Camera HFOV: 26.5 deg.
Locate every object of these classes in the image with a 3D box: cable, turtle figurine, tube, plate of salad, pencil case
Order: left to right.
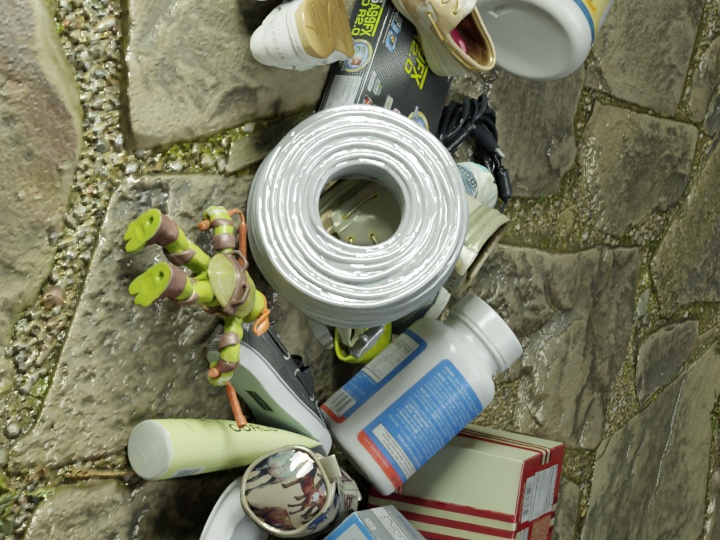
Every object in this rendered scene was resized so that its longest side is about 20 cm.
[{"bbox_3d":[-0.123,0.021,1.270,0.161,0.064,0.201,29,55,-52],"label":"turtle figurine"},{"bbox_3d":[-0.129,0.281,1.372,0.200,0.048,0.201,9,90,-73],"label":"plate of salad"},{"bbox_3d":[-0.121,0.152,1.347,0.052,0.058,0.200,-49,153,22],"label":"tube"},{"bbox_3d":[-0.048,0.205,1.386,0.200,0.089,0.078,59,20,-77],"label":"pencil case"},{"bbox_3d":[-0.004,-0.050,1.367,0.200,0.200,0.069,-41,172,-12],"label":"cable"},{"bbox_3d":[0.115,-0.109,1.694,0.200,0.051,0.164,-24,118,-55],"label":"cable"}]

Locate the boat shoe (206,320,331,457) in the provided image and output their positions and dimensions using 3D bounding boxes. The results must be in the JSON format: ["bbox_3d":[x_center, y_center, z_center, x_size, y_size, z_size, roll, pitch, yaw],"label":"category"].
[{"bbox_3d":[-0.074,0.103,1.417,0.200,0.070,0.066,52,55,-43],"label":"boat shoe"}]

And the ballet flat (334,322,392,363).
[{"bbox_3d":[0.000,0.000,1.518,0.067,0.067,0.201,-13,111,-41],"label":"ballet flat"}]

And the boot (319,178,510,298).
[{"bbox_3d":[0.029,-0.021,1.435,0.200,0.155,0.072,-46,166,-20],"label":"boot"}]

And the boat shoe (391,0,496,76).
[{"bbox_3d":[0.083,-0.263,1.488,0.200,0.069,0.074,53,53,-52],"label":"boat shoe"}]

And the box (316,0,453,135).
[{"bbox_3d":[0.037,-0.205,1.539,0.160,0.044,0.200,43,61,-55],"label":"box"}]

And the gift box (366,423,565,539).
[{"bbox_3d":[0.095,0.243,1.616,0.200,0.186,0.185,11,88,-66],"label":"gift box"}]

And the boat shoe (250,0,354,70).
[{"bbox_3d":[-0.054,-0.214,1.364,0.200,0.069,0.071,-38,112,-75],"label":"boat shoe"}]

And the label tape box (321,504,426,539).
[{"bbox_3d":[-0.013,0.293,1.453,0.144,0.063,0.200,-42,165,8],"label":"label tape box"}]

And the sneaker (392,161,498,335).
[{"bbox_3d":[0.059,-0.027,1.583,0.086,0.078,0.200,8,112,-44],"label":"sneaker"}]

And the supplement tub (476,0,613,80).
[{"bbox_3d":[0.218,-0.328,1.717,0.200,0.144,0.145,-62,145,-30],"label":"supplement tub"}]

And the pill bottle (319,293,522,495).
[{"bbox_3d":[0.062,0.118,1.516,0.200,0.112,0.112,-40,139,-8],"label":"pill bottle"}]
